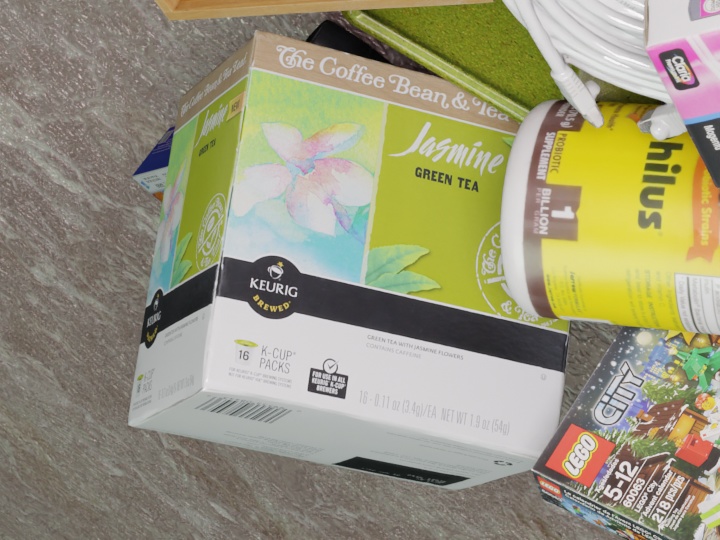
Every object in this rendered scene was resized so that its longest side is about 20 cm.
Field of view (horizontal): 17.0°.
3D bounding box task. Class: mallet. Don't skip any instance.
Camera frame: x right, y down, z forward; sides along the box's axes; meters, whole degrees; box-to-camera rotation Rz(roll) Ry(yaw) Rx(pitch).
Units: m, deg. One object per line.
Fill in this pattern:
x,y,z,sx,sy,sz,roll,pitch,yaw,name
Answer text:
-0.018,-0.090,1.448,0.066,0.041,0.200,34,162,2,mallet

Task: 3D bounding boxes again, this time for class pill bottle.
0.175,-0.023,1.157,0.200,0.109,0.109,5,146,20,pill bottle

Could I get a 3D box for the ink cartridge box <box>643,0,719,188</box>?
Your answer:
0.223,-0.093,0.970,0.200,0.037,0.095,-14,137,22,ink cartridge box

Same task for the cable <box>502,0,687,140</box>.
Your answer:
0.139,-0.153,1.016,0.200,0.069,0.200,-10,132,41,cable

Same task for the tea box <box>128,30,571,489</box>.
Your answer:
0.000,0.000,1.295,0.200,0.197,0.134,12,163,-20,tea box

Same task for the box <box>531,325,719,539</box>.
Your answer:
0.195,0.055,1.194,0.137,0.200,0.038,25,159,25,box

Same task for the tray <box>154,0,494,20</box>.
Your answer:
-0.034,-0.170,1.147,0.200,0.037,0.099,2,142,37,tray

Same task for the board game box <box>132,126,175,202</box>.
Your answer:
-0.056,-0.041,1.533,0.134,0.045,0.200,40,165,-14,board game box

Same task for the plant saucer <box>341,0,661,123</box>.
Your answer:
0.062,-0.146,1.204,0.200,0.048,0.200,31,156,14,plant saucer
